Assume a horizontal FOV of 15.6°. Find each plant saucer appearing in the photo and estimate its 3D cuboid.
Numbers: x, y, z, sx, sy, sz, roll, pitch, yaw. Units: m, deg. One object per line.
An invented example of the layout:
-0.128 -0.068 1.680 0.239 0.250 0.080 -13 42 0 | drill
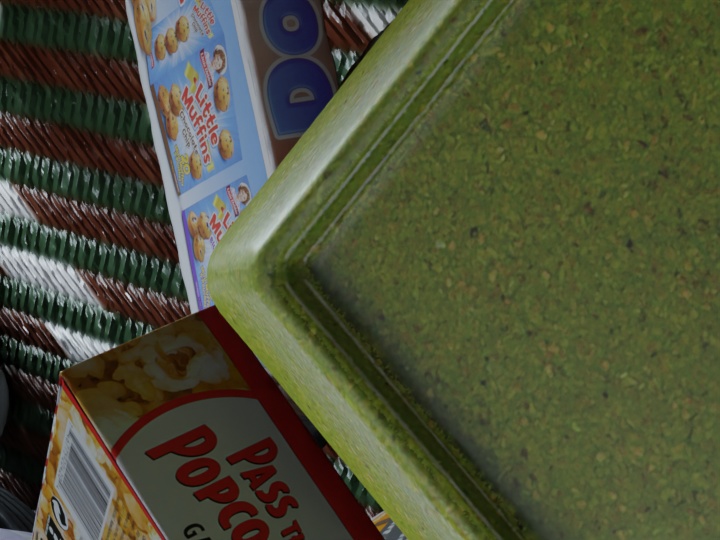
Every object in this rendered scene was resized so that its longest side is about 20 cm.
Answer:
0.072 -0.001 0.478 0.200 0.048 0.200 49 113 22 | plant saucer

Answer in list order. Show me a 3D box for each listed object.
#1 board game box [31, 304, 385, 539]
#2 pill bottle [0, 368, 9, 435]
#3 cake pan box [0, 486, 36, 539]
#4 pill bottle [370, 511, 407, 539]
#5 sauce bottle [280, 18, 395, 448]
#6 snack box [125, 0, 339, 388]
-0.010 0.132 0.605 0.200 0.046 0.152 54 150 24 | board game box
-0.240 0.012 1.065 0.200 0.111 0.111 46 149 26 | pill bottle
-0.176 0.164 0.910 0.183 0.201 0.052 16 176 28 | cake pan box
0.067 0.093 0.616 0.117 0.116 0.200 60 152 1 | pill bottle
0.000 0.000 0.701 0.065 0.065 0.200 56 152 10 | sauce bottle
-0.036 -0.072 0.640 0.072 0.024 0.201 -22 79 64 | snack box
